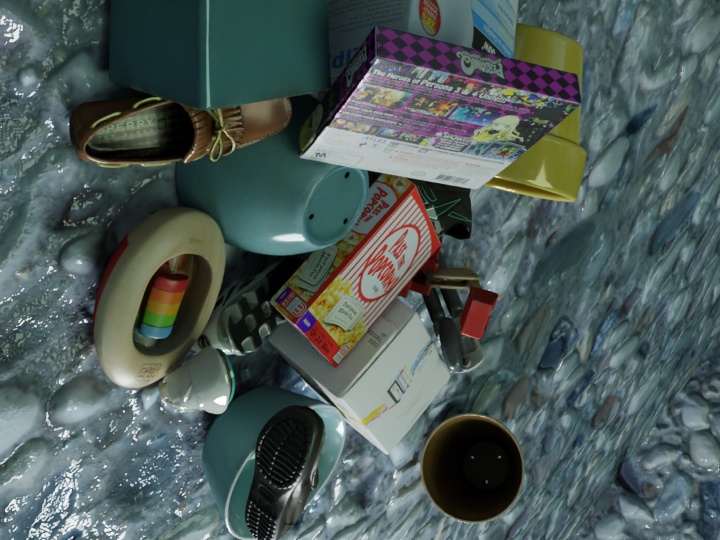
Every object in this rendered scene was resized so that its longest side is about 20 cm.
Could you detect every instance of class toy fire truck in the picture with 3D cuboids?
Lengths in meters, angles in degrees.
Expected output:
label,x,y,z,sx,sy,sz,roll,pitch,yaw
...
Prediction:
label,x,y,z,sx,sy,sz,roll,pitch,yaw
toy fire truck,0.103,0.007,1.171,0.200,0.139,0.049,-71,177,-67

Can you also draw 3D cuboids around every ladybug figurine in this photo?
label,x,y,z,sx,sy,sz,roll,pitch,yaw
ladybug figurine,-0.208,0.024,0.913,0.135,0.072,0.202,7,112,-54

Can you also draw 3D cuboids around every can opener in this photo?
label,x,y,z,sx,sy,sz,roll,pitch,yaw
can opener,0.115,0.046,1.246,0.052,0.202,0.067,-20,150,3

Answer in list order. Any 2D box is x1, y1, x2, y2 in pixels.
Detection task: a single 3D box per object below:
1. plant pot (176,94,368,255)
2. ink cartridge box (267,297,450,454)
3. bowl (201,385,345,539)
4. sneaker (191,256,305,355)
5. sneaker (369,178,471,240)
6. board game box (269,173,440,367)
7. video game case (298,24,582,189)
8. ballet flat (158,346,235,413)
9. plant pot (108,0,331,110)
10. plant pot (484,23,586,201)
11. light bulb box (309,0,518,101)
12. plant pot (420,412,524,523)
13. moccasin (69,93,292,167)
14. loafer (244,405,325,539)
label,x,y,z,sx,sy,sz,roll,pitch,yaw
plant pot,-0.070,-0.095,0.938,0.199,0.134,0.202,-33,140,-32
ink cartridge box,0.003,0.114,1.197,0.145,0.147,0.200,-48,146,-12
bowl,-0.124,0.229,1.167,0.200,0.105,0.203,-32,139,-33
sneaker,-0.125,0.039,1.048,0.200,0.088,0.075,-32,108,-56
sneaker,0.072,-0.075,1.156,0.198,0.075,0.080,-5,80,-38
board game box,0.000,0.000,1.044,0.200,0.046,0.152,-49,153,-7
video game case,0.065,-0.137,0.821,0.197,0.036,0.181,7,158,-22
ballet flat,-0.179,0.124,0.969,0.069,0.070,0.200,-43,-175,-19
plant pot,-0.117,-0.252,0.746,0.140,0.140,0.203,-20,122,-42
plant pot,0.199,-0.202,1.165,0.200,0.199,0.192,10,94,-55
light bulb box,0.056,-0.242,0.900,0.197,0.124,0.203,23,69,-50
plant pot,0.221,0.363,1.686,0.188,0.185,0.200,-56,160,0
moccasin,-0.152,-0.130,0.804,0.199,0.078,0.075,-8,119,-26
loafer,-0.083,0.232,1.073,0.071,0.073,0.202,-21,141,-48
